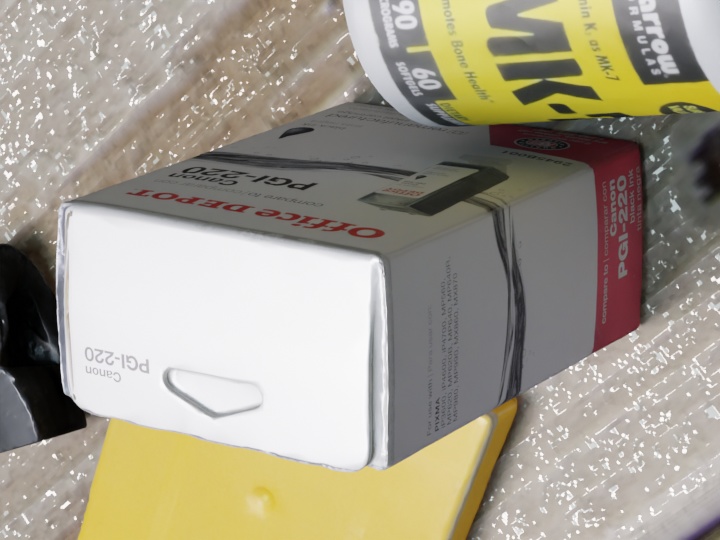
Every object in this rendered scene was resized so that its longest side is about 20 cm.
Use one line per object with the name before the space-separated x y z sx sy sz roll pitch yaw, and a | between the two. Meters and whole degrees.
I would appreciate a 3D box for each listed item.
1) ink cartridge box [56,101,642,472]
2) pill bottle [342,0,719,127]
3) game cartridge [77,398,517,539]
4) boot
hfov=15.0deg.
ink cartridge box | 0.000 0.000 1.041 0.145 0.200 0.085 10 111 31
pill bottle | 0.103 -0.112 0.988 0.200 0.114 0.114 -2 105 34
game cartridge | -0.035 0.097 1.206 0.176 0.032 0.200 32 123 21
boot | -0.236 0.025 1.291 0.200 0.066 0.165 -16 105 39
